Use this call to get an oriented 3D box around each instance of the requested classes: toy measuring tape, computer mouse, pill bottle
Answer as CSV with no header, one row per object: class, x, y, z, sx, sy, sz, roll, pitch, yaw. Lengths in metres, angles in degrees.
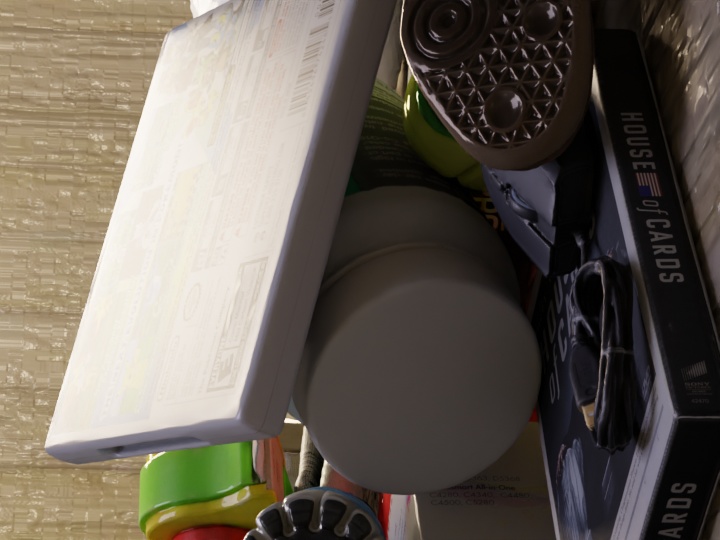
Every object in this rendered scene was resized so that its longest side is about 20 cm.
toy measuring tape,-0.070,0.087,0.999,0.200,0.073,0.074,78,-171,-63
computer mouse,0.065,-0.007,0.784,0.200,0.034,0.059,-98,14,-58
pill bottle,0.000,0.000,0.942,0.200,0.113,0.113,-120,31,-59

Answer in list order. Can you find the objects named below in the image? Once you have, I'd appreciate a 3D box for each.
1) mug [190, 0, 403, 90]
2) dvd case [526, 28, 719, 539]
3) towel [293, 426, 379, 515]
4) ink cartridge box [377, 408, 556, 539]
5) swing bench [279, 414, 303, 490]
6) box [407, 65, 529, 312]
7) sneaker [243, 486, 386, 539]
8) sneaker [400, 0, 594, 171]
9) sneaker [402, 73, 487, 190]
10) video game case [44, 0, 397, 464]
mug,-0.029,-0.177,1.524,0.200,0.147,0.176,3,-99,-66
dvd case,0.090,0.033,0.804,0.200,0.025,0.151,-96,11,-48
towel,0.015,0.165,1.101,0.200,0.034,0.193,-86,-24,-73
ink cartridge box,0.048,0.131,0.950,0.200,0.067,0.117,-98,10,-56
swing bench,-0.027,0.185,1.378,0.200,0.129,0.200,-172,85,-78
box,0.049,-0.041,1.095,0.161,0.049,0.201,-124,37,-77
sneaker,-0.006,0.181,0.901,0.090,0.078,0.201,-30,-56,-78
sneaker,0.051,-0.113,0.835,0.076,0.070,0.201,39,-150,-52
sneaker,0.067,-0.126,0.941,0.084,0.074,0.201,-37,40,45
video game case,-0.057,-0.024,0.915,0.182,0.022,0.201,-14,58,58
